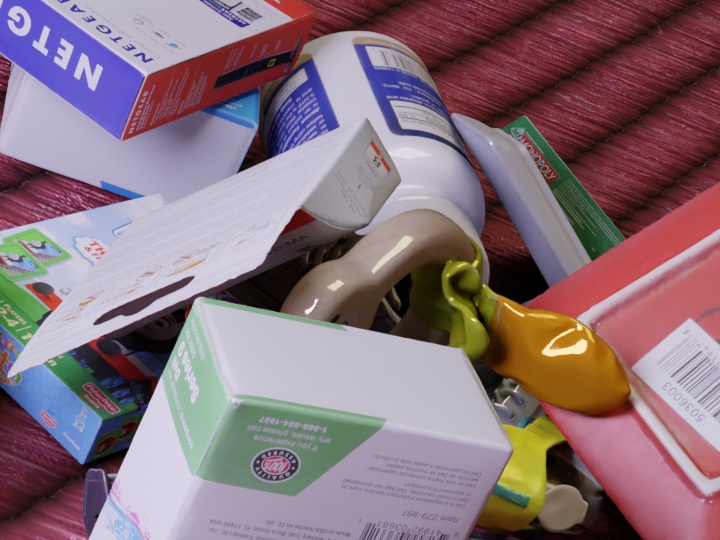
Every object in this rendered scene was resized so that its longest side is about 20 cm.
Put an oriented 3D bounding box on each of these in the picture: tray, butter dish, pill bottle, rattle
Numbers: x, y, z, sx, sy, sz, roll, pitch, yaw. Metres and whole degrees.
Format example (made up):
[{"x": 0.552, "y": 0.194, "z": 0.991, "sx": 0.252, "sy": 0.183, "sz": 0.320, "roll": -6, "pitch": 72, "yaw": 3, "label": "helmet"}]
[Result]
[{"x": 0.122, "y": -0.010, "z": 1.630, "sx": 0.200, "sy": 0.022, "sz": 0.107, "roll": 59, "pitch": -4, "yaw": -16, "label": "tray"}, {"x": 0.208, "y": 0.077, "z": 1.466, "sx": 0.199, "sy": 0.148, "sz": 0.200, "roll": -31, "pitch": 60, "yaw": -10, "label": "butter dish"}, {"x": 0.011, "y": -0.050, "z": 1.649, "sx": 0.119, "sy": 0.120, "sz": 0.200, "roll": 13, "pitch": 32, "yaw": -24, "label": "pill bottle"}, {"x": 0.020, "y": 0.053, "z": 1.353, "sx": 0.143, "sy": 0.130, "sz": 0.200, "roll": 51, "pitch": 26, "yaw": 19, "label": "rattle"}]

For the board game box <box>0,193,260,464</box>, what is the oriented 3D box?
[{"x": -0.133, "y": 0.028, "z": 1.490, "sx": 0.151, "sy": 0.037, "sz": 0.200, "roll": 40, "pitch": 30, "yaw": 23, "label": "board game box"}]

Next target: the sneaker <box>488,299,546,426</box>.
[{"x": 0.080, "y": 0.070, "z": 1.560, "sx": 0.073, "sy": 0.071, "sz": 0.200, "roll": 27, "pitch": 29, "yaw": 1, "label": "sneaker"}]

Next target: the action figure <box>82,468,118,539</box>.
[{"x": -0.042, "y": 0.107, "z": 1.369, "sx": 0.200, "sy": 0.070, "sz": 0.130, "roll": -7, "pitch": -2, "yaw": -44, "label": "action figure"}]

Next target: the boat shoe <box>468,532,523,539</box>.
[{"x": 0.104, "y": 0.172, "z": 1.357, "sx": 0.199, "sy": 0.065, "sz": 0.072, "roll": 8, "pitch": 36, "yaw": 14, "label": "boat shoe"}]

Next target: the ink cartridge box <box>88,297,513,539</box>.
[{"x": -0.040, "y": 0.125, "z": 1.239, "sx": 0.145, "sy": 0.200, "sz": 0.088, "roll": 11, "pitch": 29, "yaw": -25, "label": "ink cartridge box"}]

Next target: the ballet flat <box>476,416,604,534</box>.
[{"x": 0.093, "y": 0.116, "z": 1.413, "sx": 0.067, "sy": 0.067, "sz": 0.200, "roll": 21, "pitch": 3, "yaw": 17, "label": "ballet flat"}]

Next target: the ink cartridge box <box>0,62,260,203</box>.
[{"x": -0.144, "y": -0.134, "z": 1.694, "sx": 0.146, "sy": 0.084, "sz": 0.200, "roll": 19, "pitch": 30, "yaw": -12, "label": "ink cartridge box"}]

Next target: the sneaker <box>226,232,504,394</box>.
[{"x": 0.000, "y": 0.000, "z": 1.501, "sx": 0.200, "sy": 0.076, "sz": 0.071, "roll": 25, "pitch": 62, "yaw": 4, "label": "sneaker"}]

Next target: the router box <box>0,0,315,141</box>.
[{"x": -0.156, "y": -0.170, "z": 1.607, "sx": 0.200, "sy": 0.049, "sz": 0.179, "roll": 36, "pitch": 32, "yaw": 18, "label": "router box"}]

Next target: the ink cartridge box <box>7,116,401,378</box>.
[{"x": -0.076, "y": 0.001, "z": 1.382, "sx": 0.050, "sy": 0.162, "sz": 0.200, "roll": 59, "pitch": 26, "yaw": -16, "label": "ink cartridge box"}]

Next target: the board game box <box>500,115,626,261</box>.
[{"x": 0.159, "y": 0.005, "z": 1.693, "sx": 0.200, "sy": 0.029, "sz": 0.135, "roll": 55, "pitch": -2, "yaw": 41, "label": "board game box"}]
